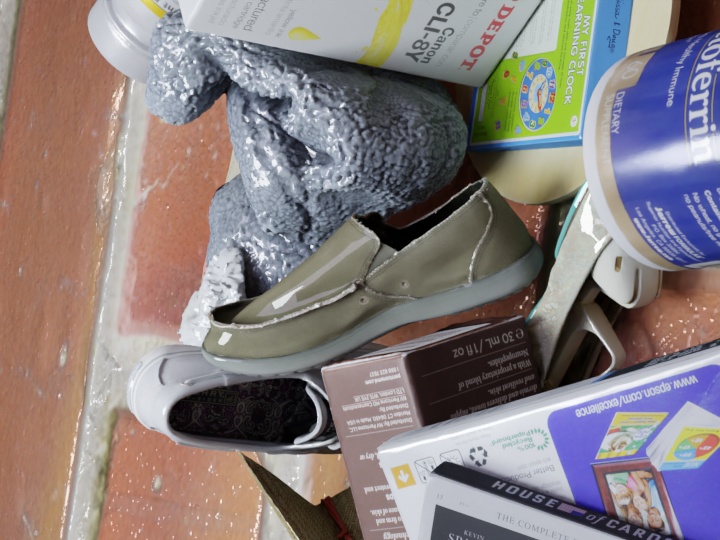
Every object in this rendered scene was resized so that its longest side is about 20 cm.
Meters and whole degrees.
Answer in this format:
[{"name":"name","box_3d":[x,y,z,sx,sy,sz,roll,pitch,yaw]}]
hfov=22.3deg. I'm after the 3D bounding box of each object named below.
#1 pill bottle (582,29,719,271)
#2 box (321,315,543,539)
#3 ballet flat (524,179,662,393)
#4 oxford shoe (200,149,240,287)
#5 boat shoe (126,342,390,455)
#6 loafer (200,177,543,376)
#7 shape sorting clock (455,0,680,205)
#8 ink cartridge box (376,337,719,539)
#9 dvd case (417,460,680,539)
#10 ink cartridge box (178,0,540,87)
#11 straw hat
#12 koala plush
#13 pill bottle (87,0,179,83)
[{"name":"pill bottle","box_3d":[0.214,-0.067,0.874,0.199,0.115,0.117,-10,74,48]},{"name":"box","box_3d":[0.057,0.134,0.987,0.075,0.100,0.201,-12,93,47]},{"name":"ballet flat","box_3d":[0.133,0.016,1.002,0.062,0.067,0.201,46,127,33]},{"name":"oxford shoe","box_3d":[-0.064,-0.045,1.253,0.201,0.070,0.074,-68,20,9]},{"name":"boat shoe","box_3d":[-0.034,0.078,1.069,0.068,0.199,0.072,37,113,60]},{"name":"loafer","box_3d":[0.000,0.000,1.026,0.075,0.199,0.070,-102,-9,-73]},{"name":"shape sorting clock","box_3d":[0.118,-0.137,1.060,0.200,0.039,0.201,-31,54,56]},{"name":"ink cartridge box","box_3d":[0.125,0.150,0.865,0.197,0.043,0.201,-19,91,31]},{"name":"dvd case","box_3d":[0.087,0.205,0.863,0.150,0.025,0.201,16,110,25]},{"name":"ink cartridge box","box_3d":[0.011,-0.194,1.026,0.145,0.199,0.084,-54,40,40]},{"name":"straw hat","box_3d":[0.016,0.168,1.078,0.085,0.201,0.201,-33,47,-6]},{"name":"koala plush","box_3d":[-0.038,-0.038,1.115,0.183,0.177,0.201,32,113,32]},{"name":"pill bottle","box_3d":[-0.111,-0.226,1.297,0.200,0.111,0.112,-45,51,35]}]
